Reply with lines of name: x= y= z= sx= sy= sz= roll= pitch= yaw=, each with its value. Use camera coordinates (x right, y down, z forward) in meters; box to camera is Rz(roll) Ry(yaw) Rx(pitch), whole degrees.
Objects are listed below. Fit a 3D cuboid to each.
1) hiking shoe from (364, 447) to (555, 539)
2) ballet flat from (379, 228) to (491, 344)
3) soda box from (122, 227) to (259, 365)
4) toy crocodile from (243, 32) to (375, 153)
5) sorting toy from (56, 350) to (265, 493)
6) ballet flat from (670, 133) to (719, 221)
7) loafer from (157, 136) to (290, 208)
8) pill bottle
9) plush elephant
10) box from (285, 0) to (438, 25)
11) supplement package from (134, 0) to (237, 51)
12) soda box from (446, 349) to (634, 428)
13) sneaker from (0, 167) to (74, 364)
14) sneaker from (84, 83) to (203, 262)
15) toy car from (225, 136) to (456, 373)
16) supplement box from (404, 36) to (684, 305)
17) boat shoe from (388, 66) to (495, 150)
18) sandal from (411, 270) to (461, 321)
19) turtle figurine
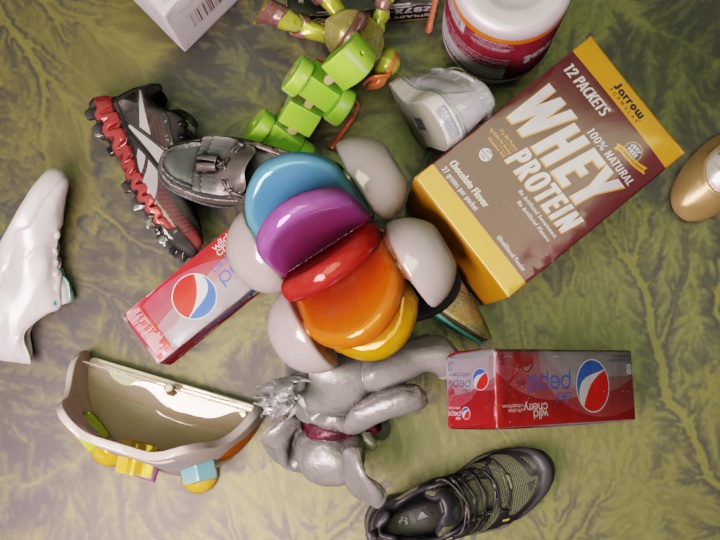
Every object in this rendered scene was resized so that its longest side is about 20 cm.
hiking shoe: x=0.100 y=0.229 z=1.043 sx=0.198 sy=0.101 sz=0.076 roll=-23 pitch=85 yaw=-1
ballet flat: x=0.051 y=0.003 z=1.083 sx=0.199 sy=0.071 sz=0.071 roll=27 pitch=86 yaw=7
soda box: x=-0.139 y=0.009 z=1.085 sx=0.199 sy=0.070 sz=0.064 roll=-39 pitch=86 yaw=-4
toy crocodile: x=-0.059 y=-0.156 z=1.066 sx=0.067 sy=0.062 sz=0.200 roll=32 pitch=129 yaw=-16
sorting toy: x=-0.204 y=0.151 z=1.018 sx=0.198 sy=0.180 sz=0.108 roll=16 pitch=85 yaw=3
ballet flat: x=0.399 y=-0.125 z=1.090 sx=0.199 sy=0.063 sz=0.069 roll=-38 pitch=84 yaw=-2
loafer: x=-0.094 y=-0.095 z=1.029 sx=0.198 sy=0.063 sz=0.073 roll=9 pitch=78 yaw=-6
pill bottle: x=0.136 y=-0.248 z=1.039 sx=0.112 sy=0.200 sz=0.114 roll=0 pitch=84 yaw=1
plush elephant: x=-0.014 y=0.138 z=1.037 sx=0.164 sy=0.156 sz=0.199 roll=25 pitch=41 yaw=38
box: x=-0.007 y=-0.359 z=1.130 sx=0.158 sy=0.049 sz=0.202 roll=-6 pitch=84 yaw=-2
supplement package: x=-0.216 y=-0.346 z=1.099 sx=0.117 sy=0.117 sz=0.200 roll=-45 pitch=85 yaw=-2
soda box: x=0.171 y=0.110 z=1.011 sx=0.199 sy=0.063 sz=0.071 roll=4 pitch=82 yaw=-39
sneaker: x=-0.327 y=-0.002 z=1.100 sx=0.088 sy=0.075 sz=0.202 roll=24 pitch=91 yaw=-9
sneaker: x=-0.197 y=-0.107 z=1.089 sx=0.097 sy=0.071 sz=0.201 roll=-28 pitch=72 yaw=-4
toy car: x=-0.030 y=-0.019 z=0.924 sx=0.174 sy=0.150 sz=0.201 roll=-33 pitch=73 yaw=10
supplement box: x=0.162 y=-0.084 z=1.022 sx=0.199 sy=0.197 sz=0.133 roll=-39 pitch=87 yaw=-3
boat shoe: x=0.081 y=-0.160 z=1.039 sx=0.071 sy=0.201 sz=0.070 roll=-28 pitch=107 yaw=-3
sandal: x=-0.001 y=0.001 z=1.022 sx=0.198 sy=0.048 sz=0.076 roll=9 pitch=65 yaw=-3
turtle figurine: x=-0.023 y=-0.229 z=1.076 sx=0.160 sy=0.065 sz=0.201 roll=30 pitch=107 yaw=-13
